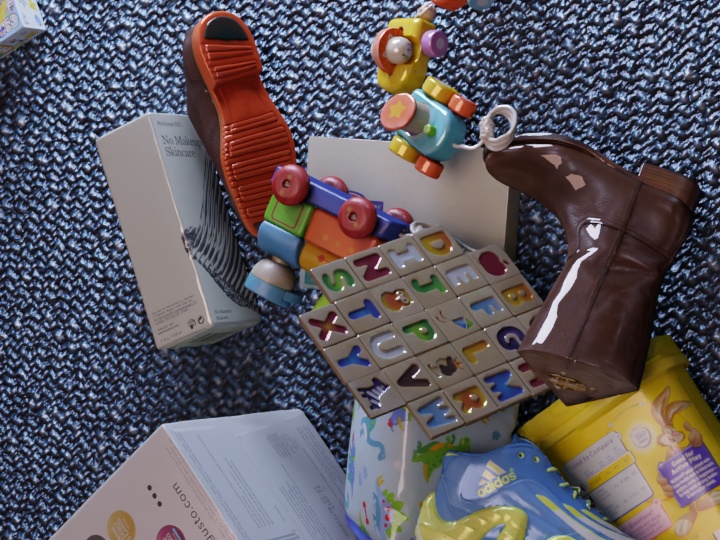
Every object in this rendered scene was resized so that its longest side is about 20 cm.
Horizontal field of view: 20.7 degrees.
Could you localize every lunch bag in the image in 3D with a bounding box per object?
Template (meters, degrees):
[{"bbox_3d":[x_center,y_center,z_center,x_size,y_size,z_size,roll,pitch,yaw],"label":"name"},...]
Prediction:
[{"bbox_3d":[0.047,0.131,1.588,0.200,0.127,0.171,-159,75,-68],"label":"lunch bag"}]

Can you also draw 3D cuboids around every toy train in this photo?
[{"bbox_3d":[0.062,-0.178,1.590,0.150,0.055,0.201,-29,55,39],"label":"toy train"},{"bbox_3d":[0.000,0.000,1.609,0.199,0.085,0.116,27,97,28],"label":"toy train"}]

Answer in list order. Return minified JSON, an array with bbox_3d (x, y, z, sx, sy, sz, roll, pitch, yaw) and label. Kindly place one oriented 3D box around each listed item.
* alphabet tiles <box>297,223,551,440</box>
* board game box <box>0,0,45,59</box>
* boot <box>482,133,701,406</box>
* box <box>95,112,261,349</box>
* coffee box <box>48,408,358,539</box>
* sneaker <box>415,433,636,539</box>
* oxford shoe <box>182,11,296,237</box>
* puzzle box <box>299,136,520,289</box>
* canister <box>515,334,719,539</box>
[{"bbox_3d":[0.058,0.043,1.490,0.167,0.199,0.006,53,142,24],"label":"alphabet tiles"},{"bbox_3d":[-0.393,-0.293,1.907,0.134,0.034,0.201,-28,77,29],"label":"board game box"},{"bbox_3d":[0.149,-0.001,1.504,0.185,0.064,0.201,13,64,23],"label":"boot"},{"bbox_3d":[-0.161,-0.035,1.746,0.068,0.082,0.201,-23,81,30],"label":"box"},{"bbox_3d":[-0.115,0.258,1.653,0.198,0.200,0.200,-44,69,25],"label":"coffee box"},{"bbox_3d":[0.143,0.178,1.457,0.199,0.076,0.106,8,84,5],"label":"sneaker"},{"bbox_3d":[-0.110,-0.123,1.732,0.072,0.071,0.201,-19,83,59],"label":"oxford shoe"},{"bbox_3d":[0.040,-0.042,1.655,0.199,0.025,0.134,7,95,31],"label":"puzzle box"},{"bbox_3d":[0.229,0.173,1.510,0.148,0.086,0.201,-38,74,26],"label":"canister"}]
